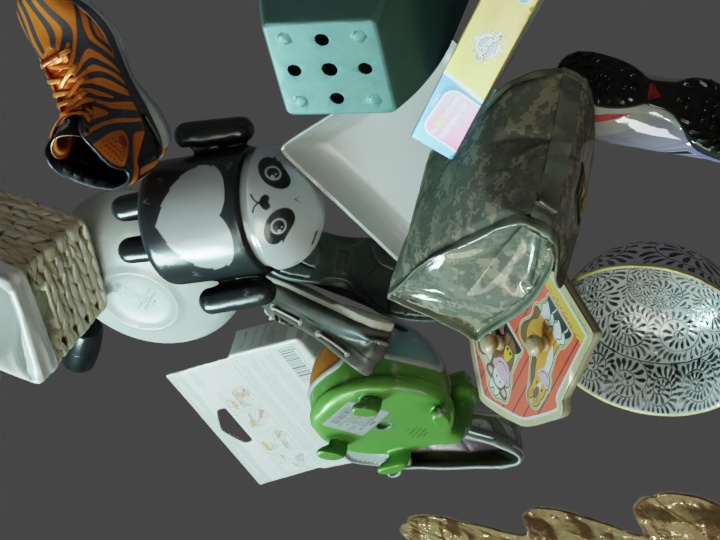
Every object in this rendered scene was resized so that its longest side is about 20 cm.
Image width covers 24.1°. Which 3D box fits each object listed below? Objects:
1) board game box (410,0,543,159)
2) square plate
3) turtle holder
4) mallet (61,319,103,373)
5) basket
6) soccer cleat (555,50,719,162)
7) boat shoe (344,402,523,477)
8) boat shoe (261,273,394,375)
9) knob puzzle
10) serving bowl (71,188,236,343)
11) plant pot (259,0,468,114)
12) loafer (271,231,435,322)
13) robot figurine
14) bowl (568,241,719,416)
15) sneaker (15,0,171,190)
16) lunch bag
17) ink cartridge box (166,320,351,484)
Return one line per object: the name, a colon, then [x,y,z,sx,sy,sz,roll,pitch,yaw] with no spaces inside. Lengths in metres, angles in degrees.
board game box: [0.116,-0.205,1.340,0.040,0.153,0.200,29,137,2]
square plate: [0.064,-0.104,1.537,0.200,0.028,0.198,-33,119,28]
turtle holder: [0.037,0.117,1.717,0.185,0.132,0.141,-2,144,-6]
mallet: [-0.379,0.058,1.859,0.200,0.041,0.066,16,134,6]
basket: [-0.366,0.004,1.687,0.200,0.123,0.136,18,135,30]
soccer cleat: [0.256,-0.131,1.452,0.200,0.068,0.073,17,157,-2]
boat shoe: [0.073,0.183,1.800,0.202,0.065,0.074,1,123,-2]
boat shoe: [-0.053,0.047,1.663,0.200,0.057,0.067,22,-177,40]
knob puzzle: [0.142,0.061,1.594,0.030,0.220,0.220,-8,145,-27]
serving bowl: [-0.219,0.009,1.735,0.200,0.066,0.200,9,137,9]
plant pot: [-0.001,-0.220,1.327,0.141,0.200,0.141,0,135,16]
loafer: [0.000,0.000,1.672,0.200,0.072,0.063,18,178,0]
robot figurine: [-0.133,-0.052,1.595,0.200,0.125,0.150,-7,131,19]
bowl: [0.280,0.036,1.585,0.201,0.094,0.201,12,137,11]
sneaker: [-0.254,-0.160,1.510,0.078,0.112,0.200,-27,106,36]
lunch bag: [0.126,-0.057,1.412,0.118,0.164,0.200,26,149,-15]
ink cartridge box: [-0.085,0.144,1.849,0.176,0.045,0.200,-15,129,28]
